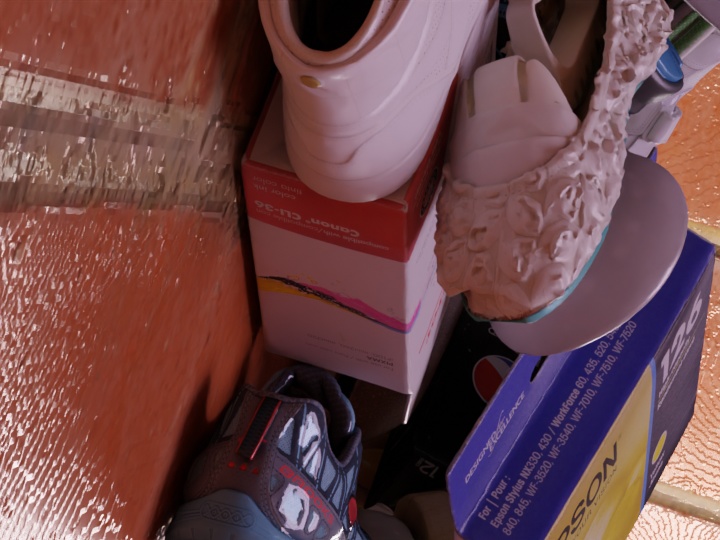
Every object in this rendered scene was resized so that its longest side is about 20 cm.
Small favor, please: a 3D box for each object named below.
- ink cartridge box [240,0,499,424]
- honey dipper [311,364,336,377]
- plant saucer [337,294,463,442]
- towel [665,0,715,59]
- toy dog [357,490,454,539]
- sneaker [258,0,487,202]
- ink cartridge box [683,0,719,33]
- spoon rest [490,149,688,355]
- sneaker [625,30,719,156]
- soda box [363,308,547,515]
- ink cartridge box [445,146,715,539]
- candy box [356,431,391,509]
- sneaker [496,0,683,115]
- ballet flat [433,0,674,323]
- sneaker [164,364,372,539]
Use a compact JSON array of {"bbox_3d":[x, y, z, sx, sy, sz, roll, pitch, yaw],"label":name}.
[{"bbox_3d":[0.006,-0.032,0.924,0.200,0.067,0.117,87,21,-62],"label":"ink cartridge box"},{"bbox_3d":[0.000,0.000,1.054,0.038,0.038,0.201,-23,131,-79],"label":"honey dipper"},{"bbox_3d":[0.032,0.000,1.126,0.200,0.037,0.201,-158,-90,-87],"label":"plant saucer"},{"bbox_3d":[0.148,-0.131,1.188,0.153,0.023,0.200,-44,-170,12],"label":"towel"},{"bbox_3d":[-0.006,0.187,1.122,0.200,0.131,0.096,85,-11,-48],"label":"toy dog"},{"bbox_3d":[0.018,-0.134,0.788,0.116,0.073,0.201,76,28,-68],"label":"sneaker"},{"bbox_3d":[0.138,-0.220,1.039,0.084,0.175,0.200,-37,-146,26],"label":"ink cartridge box"},{"bbox_3d":[0.092,-0.041,1.026,0.061,0.099,0.200,42,29,-37],"label":"spoon rest"},{"bbox_3d":[0.150,-0.065,1.313,0.200,0.115,0.075,-31,-169,15],"label":"sneaker"},{"bbox_3d":[0.068,0.048,1.201,0.063,0.071,0.200,-54,-170,47],"label":"soda box"},{"bbox_3d":[0.105,0.079,1.075,0.198,0.047,0.200,-55,160,-28],"label":"ink cartridge box"},{"bbox_3d":[0.048,0.085,1.256,0.055,0.115,0.200,100,11,-48],"label":"candy box"},{"bbox_3d":[0.067,-0.132,1.016,0.073,0.082,0.200,44,19,-42],"label":"sneaker"},{"bbox_3d":[0.063,-0.062,0.855,0.200,0.072,0.072,-65,168,-49],"label":"ballet flat"},{"bbox_3d":[-0.020,0.089,0.955,0.200,0.079,0.096,52,53,-80],"label":"sneaker"}]
